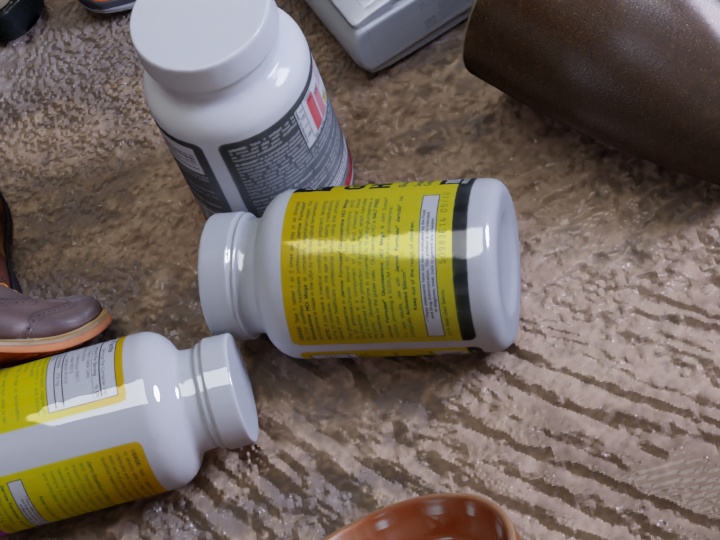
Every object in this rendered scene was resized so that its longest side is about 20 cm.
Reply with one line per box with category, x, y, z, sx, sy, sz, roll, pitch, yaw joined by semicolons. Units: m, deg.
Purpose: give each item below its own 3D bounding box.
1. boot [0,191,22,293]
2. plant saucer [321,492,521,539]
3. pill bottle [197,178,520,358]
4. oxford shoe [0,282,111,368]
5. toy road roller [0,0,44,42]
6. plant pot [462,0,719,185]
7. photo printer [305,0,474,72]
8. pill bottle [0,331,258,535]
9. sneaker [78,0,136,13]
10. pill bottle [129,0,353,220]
boot;-0.307;-0.062;1.298;0.068;0.200;0.189;-19;55;3
plant saucer;0.008;0.206;1.091;0.199;0.032;0.201;-27;21;12
pill bottle;0.000;0.000;1.228;0.198;0.113;0.113;-2;58;14
oxford shoe;-0.240;0.028;1.237;0.071;0.200;0.073;-17;87;32
toy road roller;-0.332;-0.277;1.495;0.145;0.123;0.201;-6;57;25
plant pot;0.203;-0.150;1.244;0.200;0.187;0.187;39;74;18
photo printer;0.016;-0.261;1.415;0.166;0.070;0.200;-33;55;-6
pill bottle;-0.171;0.102;1.216;0.198;0.104;0.105;-15;55;5
sneaker;-0.153;-0.292;1.456;0.200;0.112;0.078;-39;56;-11
pill bottle;-0.080;-0.111;1.267;0.115;0.200;0.117;-7;57;10
